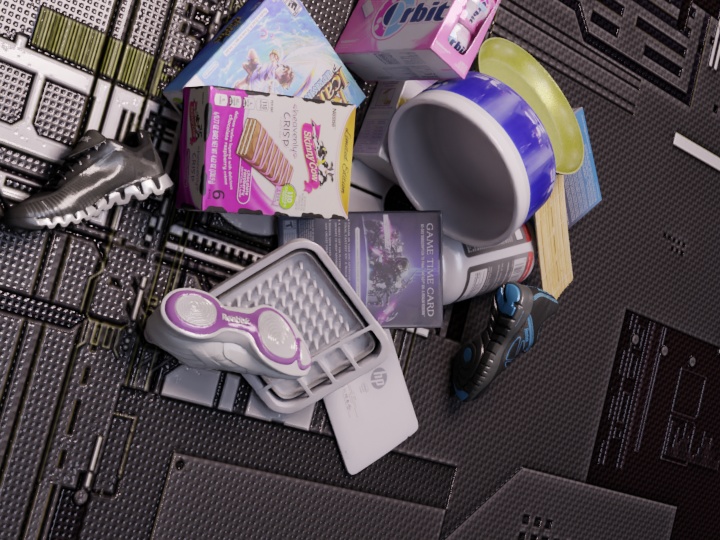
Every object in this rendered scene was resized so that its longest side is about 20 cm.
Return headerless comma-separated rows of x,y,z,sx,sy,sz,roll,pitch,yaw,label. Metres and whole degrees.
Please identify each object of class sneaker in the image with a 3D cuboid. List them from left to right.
-0.290,-0.098,1.285,0.200,0.066,0.091,-24,106,-39,sneaker
-0.150,0.078,1.391,0.199,0.100,0.075,23,53,-26,sneaker
0.192,0.104,1.635,0.082,0.073,0.200,8,129,-30,sneaker

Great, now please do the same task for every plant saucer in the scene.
0.207,-0.202,1.549,0.200,0.031,0.201,30,44,-33,plant saucer

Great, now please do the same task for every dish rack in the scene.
-0.078,0.061,1.443,0.171,0.044,0.200,-30,120,10,dish rack

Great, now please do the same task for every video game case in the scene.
-0.106,-0.205,1.435,0.200,0.045,0.181,-52,124,-23,video game case
0.000,0.000,1.486,0.199,0.019,0.144,-1,96,-3,video game case

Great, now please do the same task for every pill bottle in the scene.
0.123,-0.019,1.594,0.199,0.116,0.116,-14,103,-38,pill bottle

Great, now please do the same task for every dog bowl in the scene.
0.132,-0.132,1.463,0.079,0.200,0.201,-38,117,-31,dog bowl

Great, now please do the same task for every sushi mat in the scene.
0.254,-0.050,1.628,0.096,0.012,0.201,-43,133,-44,sushi mat

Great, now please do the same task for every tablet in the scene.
0.005,0.148,1.580,0.130,0.014,0.201,-30,113,-34,tablet

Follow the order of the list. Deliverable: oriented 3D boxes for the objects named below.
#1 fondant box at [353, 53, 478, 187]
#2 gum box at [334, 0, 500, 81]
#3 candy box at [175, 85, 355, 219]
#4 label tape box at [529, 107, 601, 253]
0.087,-0.206,1.584,0.144,0.058,0.201,29,75,-38,fondant box
0.069,-0.292,1.467,0.066,0.200,0.114,35,75,-36,gum box
-0.103,-0.129,1.376,0.199,0.061,0.137,1,95,-39,candy box
0.254,-0.126,1.698,0.200,0.066,0.144,-35,116,-45,label tape box
